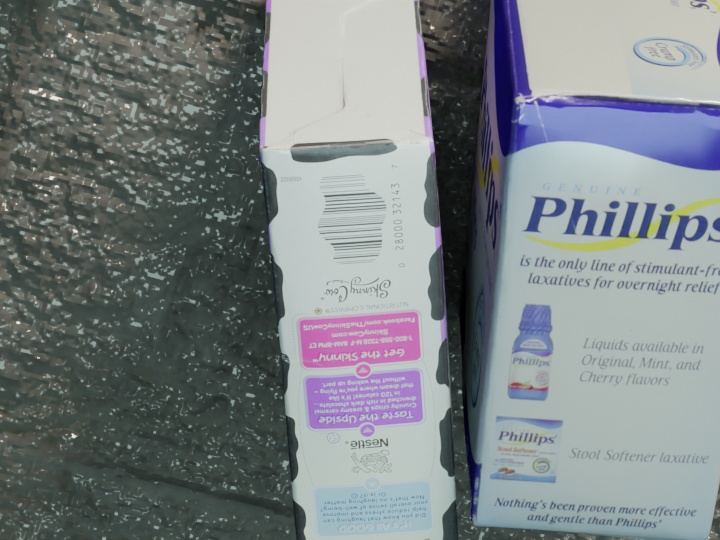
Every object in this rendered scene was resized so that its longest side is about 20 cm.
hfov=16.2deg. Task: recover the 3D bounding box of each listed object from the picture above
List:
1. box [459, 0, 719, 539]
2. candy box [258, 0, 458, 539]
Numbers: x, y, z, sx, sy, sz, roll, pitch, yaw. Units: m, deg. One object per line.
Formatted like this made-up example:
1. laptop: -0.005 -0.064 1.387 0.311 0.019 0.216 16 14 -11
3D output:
1. box: 0.102 -0.018 1.074 0.105 0.184 0.201 4 117 -2
2. candy box: 0.000 0.000 1.089 0.071 0.168 0.201 -4 117 1
